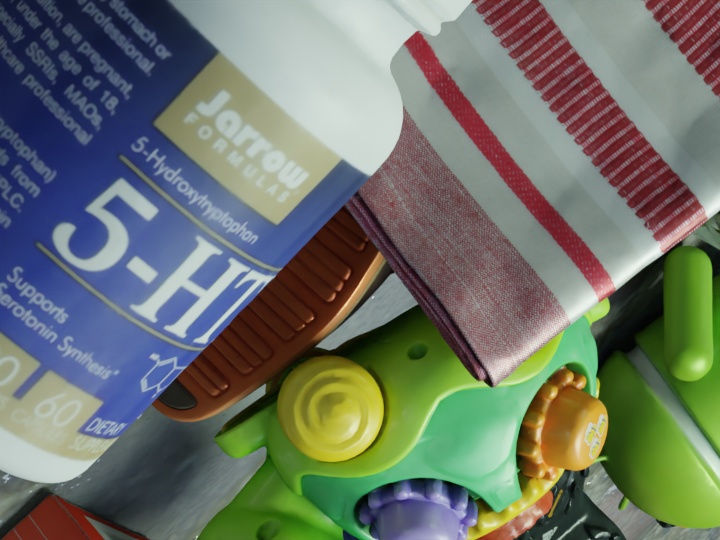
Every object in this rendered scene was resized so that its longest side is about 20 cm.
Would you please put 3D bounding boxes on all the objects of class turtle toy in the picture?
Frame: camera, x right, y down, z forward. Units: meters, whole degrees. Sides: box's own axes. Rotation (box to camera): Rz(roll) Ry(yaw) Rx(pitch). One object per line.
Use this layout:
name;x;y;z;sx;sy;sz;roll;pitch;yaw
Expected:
turtle toy;0.014;0.069;0.774;0.200;0.101;0.146;-32;-178;-4

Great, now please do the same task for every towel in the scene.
towel;0.078;-0.075;0.706;0.200;0.144;0.023;-37;178;-11

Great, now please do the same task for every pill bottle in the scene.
pill bottle;-0.059;-0.048;0.580;0.200;0.120;0.120;-46;154;7

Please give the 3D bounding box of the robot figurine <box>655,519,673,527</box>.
robot figurine;0.240;0.116;1.312;0.145;0.058;0.200;-48;153;7

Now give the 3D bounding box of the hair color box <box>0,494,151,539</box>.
hair color box;-0.165;0.192;0.865;0.200;0.064;0.111;-44;155;0

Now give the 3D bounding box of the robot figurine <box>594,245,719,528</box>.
robot figurine;0.213;0.063;1.119;0.200;0.116;0.175;-36;143;4

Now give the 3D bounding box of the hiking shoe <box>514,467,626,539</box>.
hiking shoe;0.078;0.101;1.052;0.074;0.087;0.200;-33;129;-17

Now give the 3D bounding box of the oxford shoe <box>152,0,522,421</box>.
oxford shoe;-0.003;-0.018;0.761;0.200;0.071;0.073;-46;158;6

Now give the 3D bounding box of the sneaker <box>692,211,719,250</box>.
sneaker;0.127;-0.037;0.793;0.084;0.200;0.073;-4;107;-11

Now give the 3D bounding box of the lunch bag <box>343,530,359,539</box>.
lunch bag;0.048;0.194;1.051;0.082;0.161;0.200;-34;154;-17
